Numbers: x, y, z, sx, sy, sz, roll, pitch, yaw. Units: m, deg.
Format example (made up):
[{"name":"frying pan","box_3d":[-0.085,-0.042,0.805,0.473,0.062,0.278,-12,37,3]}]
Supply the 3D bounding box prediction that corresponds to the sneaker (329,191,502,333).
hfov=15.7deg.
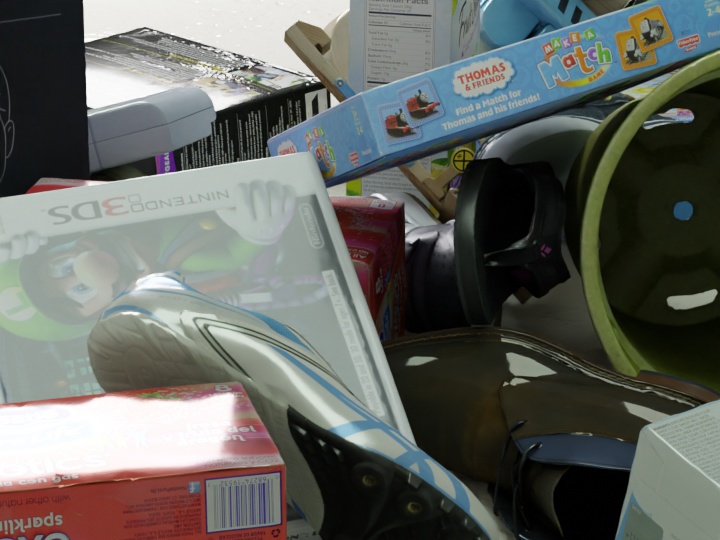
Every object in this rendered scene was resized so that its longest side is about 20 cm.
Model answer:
[{"name":"sneaker","box_3d":[0.000,0.000,1.390,0.108,0.070,0.200,-1,12,-18]}]

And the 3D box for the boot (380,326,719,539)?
[{"name":"boot","box_3d":[0.071,0.076,1.173,0.199,0.075,0.097,6,17,12]}]

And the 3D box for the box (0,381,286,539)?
[{"name":"box","box_3d":[-0.133,0.114,1.025,0.199,0.103,0.095,-6,19,-12]}]

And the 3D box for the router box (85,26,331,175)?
[{"name":"router box","box_3d":[-0.139,-0.108,1.726,0.149,0.051,0.200,-19,27,-39]}]

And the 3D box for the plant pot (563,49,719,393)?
[{"name":"plant pot","box_3d":[0.185,-0.021,1.315,0.200,0.201,0.184,-3,8,-10]}]

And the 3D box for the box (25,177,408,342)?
[{"name":"box","box_3d":[-0.081,0.016,1.307,0.199,0.096,0.100,4,20,11]}]

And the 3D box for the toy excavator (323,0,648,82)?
[{"name":"toy excavator","box_3d":[0.094,-0.149,1.754,0.200,0.194,0.100,-50,10,-21]}]

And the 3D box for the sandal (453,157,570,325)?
[{"name":"sandal","box_3d":[0.083,-0.023,1.271,0.048,0.076,0.200,-3,9,16]}]

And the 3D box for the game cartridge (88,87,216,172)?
[{"name":"game cartridge","box_3d":[-0.194,-0.068,1.536,0.199,0.041,0.133,-14,10,12]}]

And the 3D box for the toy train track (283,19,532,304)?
[{"name":"toy train track","box_3d":[0.035,-0.067,1.445,0.033,0.200,0.115,-42,-5,-8]}]

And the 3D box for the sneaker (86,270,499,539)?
[{"name":"sneaker","box_3d":[-0.022,0.064,1.112,0.200,0.072,0.073,33,43,6]}]

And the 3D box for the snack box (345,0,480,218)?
[{"name":"snack box","box_3d":[0.034,-0.129,1.565,0.067,0.201,0.169,3,20,8]}]

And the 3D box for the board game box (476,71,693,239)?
[{"name":"board game box","box_3d":[0.179,-0.078,1.639,0.199,0.056,0.196,-2,19,-7]}]

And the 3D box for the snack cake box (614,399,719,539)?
[{"name":"snack cake box","box_3d":[0.218,0.096,1.089,0.200,0.067,0.115,-15,38,-35]}]

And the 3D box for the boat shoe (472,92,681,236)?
[{"name":"boat shoe","box_3d":[0.104,-0.071,1.454,0.091,0.071,0.200,38,24,29]}]

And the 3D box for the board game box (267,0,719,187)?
[{"name":"board game box","box_3d":[0.069,-0.088,1.276,0.199,0.037,0.151,-20,1,-20]}]

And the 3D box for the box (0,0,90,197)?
[{"name":"box","box_3d":[-0.230,-0.063,1.375,0.148,0.201,0.107,-10,22,-29]}]

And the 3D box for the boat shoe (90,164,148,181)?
[{"name":"boat shoe","box_3d":[-0.127,-0.014,1.442,0.066,0.072,0.201,-14,18,-22]}]

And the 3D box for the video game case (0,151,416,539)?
[{"name":"video game case","box_3d":[-0.081,0.040,1.175,0.181,0.023,0.200,-9,57,-15]}]
